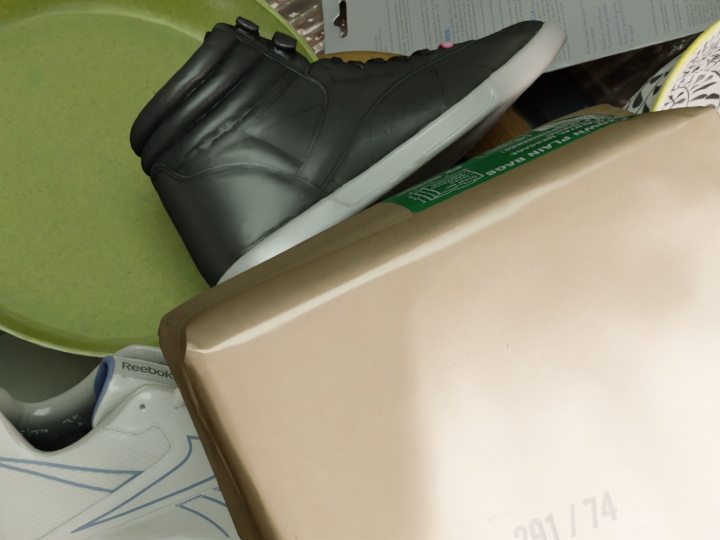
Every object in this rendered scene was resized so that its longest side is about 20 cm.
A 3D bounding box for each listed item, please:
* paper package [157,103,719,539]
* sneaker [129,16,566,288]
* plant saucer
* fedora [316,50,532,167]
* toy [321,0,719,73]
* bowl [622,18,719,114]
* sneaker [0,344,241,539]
[{"bbox_3d":[0.052,0.062,0.692,0.199,0.103,0.192,-24,102,-10],"label":"paper package"},{"bbox_3d":[-0.006,-0.074,0.800,0.199,0.071,0.099,-36,82,-27],"label":"sneaker"},{"bbox_3d":[-0.103,-0.047,0.821,0.198,0.031,0.202,6,60,-11],"label":"plant saucer"},{"bbox_3d":[0.000,0.000,0.873,0.198,0.082,0.202,-4,60,7],"label":"fedora"},{"bbox_3d":[0.080,-0.133,0.937,0.198,0.047,0.116,-15,61,19],"label":"toy"},{"bbox_3d":[0.157,-0.010,0.848,0.199,0.094,0.203,0,89,-35],"label":"bowl"},{"bbox_3d":[-0.058,0.070,0.751,0.198,0.088,0.075,-11,27,-6],"label":"sneaker"}]
